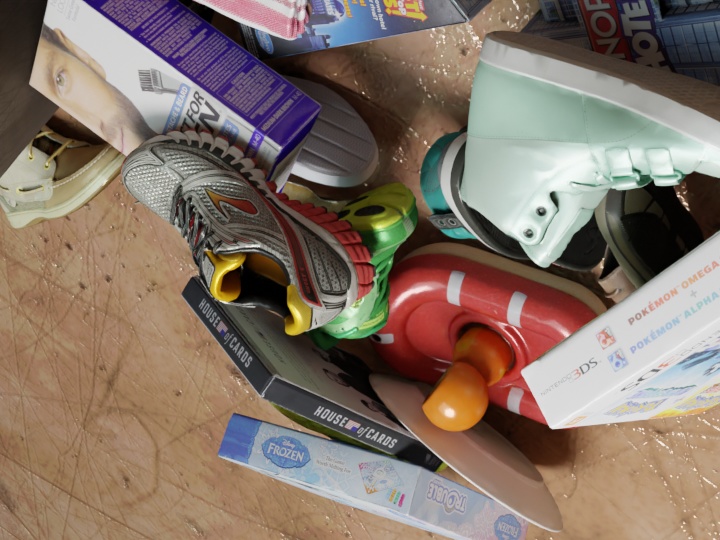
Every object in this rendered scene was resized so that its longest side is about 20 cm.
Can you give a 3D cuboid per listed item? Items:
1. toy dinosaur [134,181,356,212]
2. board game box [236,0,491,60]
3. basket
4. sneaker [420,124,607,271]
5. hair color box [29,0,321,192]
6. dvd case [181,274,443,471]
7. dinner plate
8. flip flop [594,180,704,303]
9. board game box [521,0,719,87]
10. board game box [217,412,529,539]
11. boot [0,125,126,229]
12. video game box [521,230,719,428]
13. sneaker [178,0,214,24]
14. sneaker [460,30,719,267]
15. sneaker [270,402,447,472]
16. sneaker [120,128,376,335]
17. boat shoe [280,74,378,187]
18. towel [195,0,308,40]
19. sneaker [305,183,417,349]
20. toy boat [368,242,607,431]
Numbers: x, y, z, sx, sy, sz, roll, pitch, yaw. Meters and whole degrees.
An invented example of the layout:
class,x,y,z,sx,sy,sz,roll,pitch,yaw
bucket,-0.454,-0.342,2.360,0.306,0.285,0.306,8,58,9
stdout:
class,x,y,z,sx,sy,sz,roll,pitch,yaw
toy dinosaur,-0.076,-0.056,1.076,0.198,0.059,0.101,6,164,-3
board game box,-0.008,-0.229,0.877,0.198,0.062,0.201,12,133,33
basket,-0.289,-0.182,1.054,0.180,0.200,0.136,39,142,2
sneaker,0.081,-0.061,0.899,0.120,0.084,0.199,24,-179,37
hair color box,-0.137,-0.127,0.966,0.199,0.065,0.110,37,139,5
dvd case,-0.035,0.082,1.048,0.199,0.025,0.150,29,-170,-41
dinner plate,0.091,0.140,1.095,0.199,0.024,0.200,36,-175,-4
flip flop,0.180,-0.010,0.876,0.057,0.082,0.200,8,156,32
board game box,0.159,-0.155,0.791,0.198,0.062,0.201,0,127,40
board game box,0.015,0.184,1.138,0.198,0.044,0.200,12,167,36
boot,-0.306,-0.126,1.233,0.199,0.072,0.155,-13,115,47
video game box,0.218,0.029,0.786,0.182,0.199,0.047,-37,66,33
sneaker,-0.187,-0.251,1.017,0.201,0.078,0.089,53,156,-9
sneaker,0.148,-0.050,0.746,0.199,0.074,0.119,23,114,25
sneaker,-0.012,0.130,1.202,0.199,0.074,0.084,30,159,-2
sneaker,-0.088,-0.028,0.903,0.199,0.082,0.078,30,140,23
boat shoe,-0.067,-0.111,1.050,0.199,0.072,0.071,29,156,25
towel,-0.090,-0.255,0.855,0.145,0.030,0.201,28,138,19
sneaker,0.000,0.000,0.985,0.084,0.074,0.200,53,150,5
toy boat,0.089,0.069,1.025,0.198,0.131,0.131,19,137,27
